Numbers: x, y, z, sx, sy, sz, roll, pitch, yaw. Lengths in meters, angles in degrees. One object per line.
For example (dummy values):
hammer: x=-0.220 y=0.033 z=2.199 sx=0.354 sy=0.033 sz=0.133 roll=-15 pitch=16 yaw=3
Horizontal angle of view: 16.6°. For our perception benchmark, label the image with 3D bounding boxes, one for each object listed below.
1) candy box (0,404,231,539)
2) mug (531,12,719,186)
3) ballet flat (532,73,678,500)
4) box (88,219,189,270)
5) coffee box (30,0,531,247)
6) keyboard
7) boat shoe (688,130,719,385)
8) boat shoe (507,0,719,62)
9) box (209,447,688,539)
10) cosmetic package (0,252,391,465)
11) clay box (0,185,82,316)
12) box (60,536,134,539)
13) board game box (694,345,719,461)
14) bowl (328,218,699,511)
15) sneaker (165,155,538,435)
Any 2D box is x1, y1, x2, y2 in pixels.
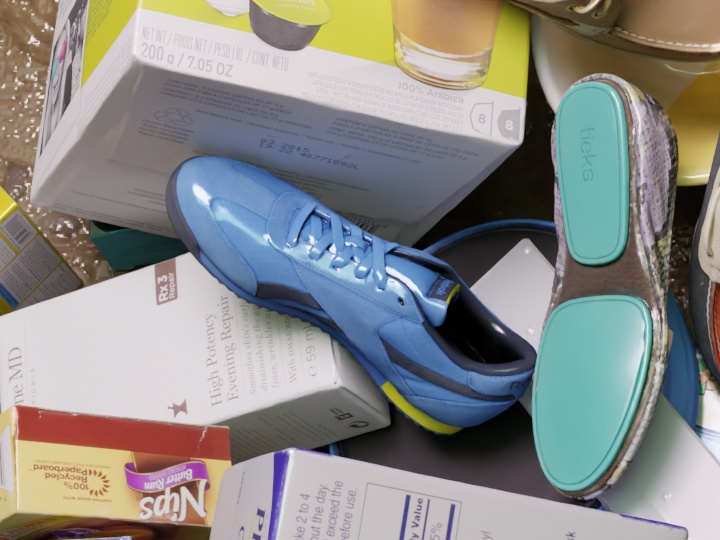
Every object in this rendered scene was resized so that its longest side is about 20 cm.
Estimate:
candy box: x=-0.159 y=0.124 z=1.218 sx=0.116 sy=0.200 sz=0.057 roll=9 pitch=64 yaw=-31
mug: x=0.172 y=-0.113 z=1.274 sx=0.148 sy=0.153 sz=0.188 roll=-7 pitch=101 yaw=12
ballet flat: x=0.125 y=0.009 z=1.181 sx=0.071 sy=0.072 sz=0.202 roll=2 pitch=84 yaw=14
box: x=-0.111 y=-0.106 z=1.393 sx=0.082 sy=0.049 sz=0.202 roll=-8 pitch=67 yaw=10
coffee box: x=-0.039 y=-0.136 z=1.266 sx=0.198 sy=0.200 sz=0.199 roll=12 pitch=67 yaw=-17
keyboard: x=0.115 y=0.066 z=1.208 sx=0.056 sy=0.011 sz=0.200 roll=-40 pitch=55 yaw=2
boat shoe: x=0.198 y=-0.023 z=1.182 sx=0.071 sy=0.063 sz=0.202 roll=6 pitch=114 yaw=0
boat shoe: x=0.096 y=-0.146 z=1.158 sx=0.199 sy=0.066 sz=0.074 roll=20 pitch=104 yaw=-5
box: x=0.027 y=0.190 z=1.106 sx=0.199 sy=0.105 sz=0.185 roll=13 pitch=79 yaw=-18
cosmetic package: x=-0.089 y=0.052 z=1.288 sx=0.199 sy=0.074 sz=0.102 roll=-18 pitch=62 yaw=20
clay box: x=-0.250 y=0.042 z=1.331 sx=0.200 sy=0.115 sz=0.048 roll=-43 pitch=65 yaw=-6
box: x=-0.148 y=0.174 z=1.207 sx=0.135 sy=0.200 sz=0.038 roll=-5 pitch=69 yaw=12
board game box: x=0.171 y=0.137 z=1.238 sx=0.134 sy=0.034 sz=0.202 roll=2 pitch=69 yaw=15
bowl: x=0.073 y=0.066 z=1.260 sx=0.199 sy=0.039 sz=0.202 roll=-12 pitch=63 yaw=24
sneaker: x=0.000 y=0.000 z=1.192 sx=0.200 sy=0.078 sz=0.066 roll=37 pitch=53 yaw=-11
